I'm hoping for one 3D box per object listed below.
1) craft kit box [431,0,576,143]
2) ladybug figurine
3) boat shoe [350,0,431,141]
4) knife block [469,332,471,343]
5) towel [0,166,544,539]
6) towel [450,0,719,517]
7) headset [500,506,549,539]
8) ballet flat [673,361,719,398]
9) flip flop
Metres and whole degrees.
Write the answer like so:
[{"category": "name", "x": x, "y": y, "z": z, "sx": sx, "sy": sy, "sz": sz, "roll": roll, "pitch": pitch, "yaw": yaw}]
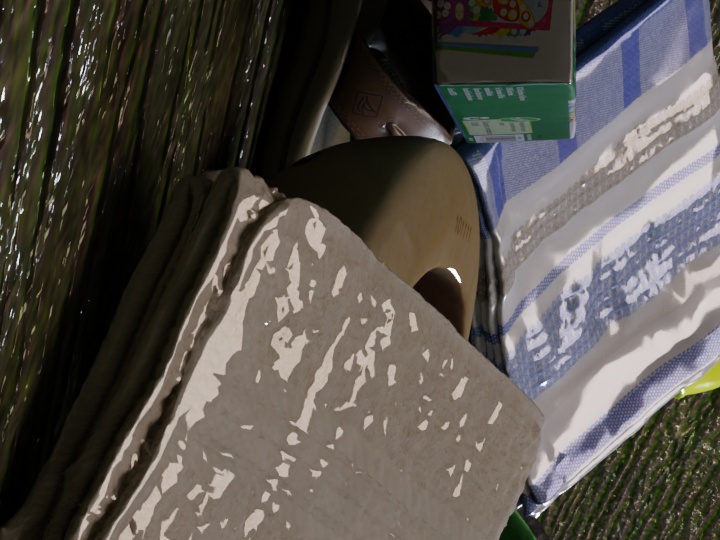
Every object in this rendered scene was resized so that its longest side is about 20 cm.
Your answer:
[{"category": "craft kit box", "x": 0.048, "y": -0.146, "z": 0.809, "sx": 0.200, "sy": 0.048, "sz": 0.198, "roll": 11, "pitch": 76, "yaw": -85}, {"category": "ladybug figurine", "x": -0.023, "y": 0.050, "z": 0.796, "sx": 0.136, "sy": 0.072, "sz": 0.200, "roll": 34, "pitch": 73, "yaw": -70}, {"category": "boat shoe", "x": 0.000, "y": 0.000, "z": 0.973, "sx": 0.093, "sy": 0.075, "sz": 0.200, "roll": -47, "pitch": 148, "yaw": -45}, {"category": "knife block", "x": 0.065, "y": 0.056, "z": 1.264, "sx": 0.200, "sy": 0.175, "sz": 0.064, "roll": 103, "pitch": 8, "yaw": -49}, {"category": "towel", "x": -0.019, "y": 0.062, "z": 0.695, "sx": 0.133, "sy": 0.034, "sz": 0.200, "roll": -64, "pitch": 146, "yaw": -12}, {"category": "towel", "x": 0.097, "y": -0.010, "z": 1.008, "sx": 0.147, "sy": 0.024, "sz": 0.200, "roll": -37, "pitch": 137, "yaw": -26}, {"category": "headset", "x": 0.040, "y": 0.161, "z": 0.997, "sx": 0.094, "sy": 0.123, "sz": 0.200, "roll": -25, "pitch": -131, "yaw": 42}, {"category": "ballet flat", "x": 0.102, "y": 0.022, "z": 1.104, "sx": 0.067, "sy": 0.067, "sz": 0.200, "roll": -59, "pitch": 145, "yaw": -7}, {"category": "flip flop", "x": 0.008, "y": -0.069, "z": 0.867, "sx": 0.081, "sy": 0.057, "sz": 0.200, "roll": -64, "pitch": 171, "yaw": -58}]
